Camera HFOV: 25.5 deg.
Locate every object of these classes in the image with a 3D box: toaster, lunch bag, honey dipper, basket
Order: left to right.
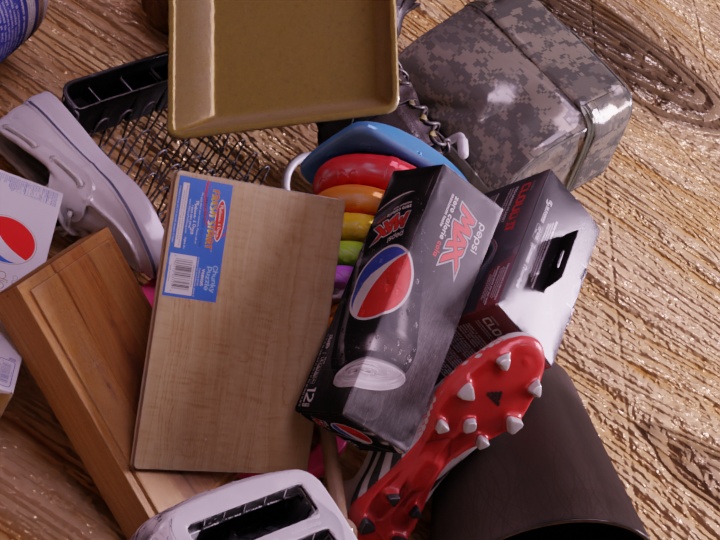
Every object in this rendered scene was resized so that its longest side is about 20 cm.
[{"bbox_3d":[-0.083,0.210,1.028,0.199,0.130,0.114,-13,60,-42],"label":"toaster"},{"bbox_3d":[-0.024,0.119,1.176,0.038,0.038,0.202,12,45,-25],"label":"honey dipper"},{"bbox_3d":[0.131,-0.155,1.521,0.167,0.140,0.200,-28,66,-30],"label":"lunch bag"},{"bbox_3d":[0.124,0.167,1.204,0.136,0.179,0.201,53,20,-34],"label":"basket"}]

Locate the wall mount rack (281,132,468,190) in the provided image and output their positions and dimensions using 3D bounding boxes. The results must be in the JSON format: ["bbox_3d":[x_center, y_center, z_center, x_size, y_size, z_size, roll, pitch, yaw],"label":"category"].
[{"bbox_3d":[0.031,-0.041,1.397,0.198,0.074,0.176,7,78,-29],"label":"wall mount rack"}]

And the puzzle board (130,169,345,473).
[{"bbox_3d":[-0.085,0.040,1.113,0.149,0.017,0.203,8,90,-40],"label":"puzzle board"}]

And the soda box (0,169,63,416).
[{"bbox_3d":[-0.265,0.022,1.127,0.063,0.068,0.201,21,42,-16],"label":"soda box"}]

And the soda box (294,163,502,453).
[{"bbox_3d":[0.029,0.027,1.151,0.070,0.063,0.202,33,69,-31],"label":"soda box"}]

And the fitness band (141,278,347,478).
[{"bbox_3d":[-0.093,0.080,1.217,0.199,0.038,0.144,38,40,1],"label":"fitness band"}]

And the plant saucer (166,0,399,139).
[{"bbox_3d":[-0.060,-0.208,1.315,0.048,0.197,0.203,36,50,-69],"label":"plant saucer"}]

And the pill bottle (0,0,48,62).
[{"bbox_3d":[-0.338,-0.189,1.242,0.115,0.116,0.201,34,40,-2],"label":"pill bottle"}]

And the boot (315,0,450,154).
[{"bbox_3d":[0.027,-0.166,1.341,0.175,0.199,0.069,59,5,20],"label":"boot"}]

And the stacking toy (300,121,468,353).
[{"bbox_3d":[0.000,0.000,1.216,0.115,0.109,0.202,27,58,-23],"label":"stacking toy"}]

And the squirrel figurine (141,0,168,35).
[{"bbox_3d":[-0.098,-0.269,1.430,0.199,0.187,0.142,35,40,-1],"label":"squirrel figurine"}]

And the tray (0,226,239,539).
[{"bbox_3d":[-0.165,0.081,1.102,0.099,0.037,0.202,-40,106,-49],"label":"tray"}]

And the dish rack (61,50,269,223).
[{"bbox_3d":[-0.146,-0.085,1.324,0.200,0.055,0.153,48,43,14],"label":"dish rack"}]

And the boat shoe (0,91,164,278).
[{"bbox_3d":[-0.219,-0.056,1.237,0.065,0.074,0.200,-32,58,-23],"label":"boat shoe"}]

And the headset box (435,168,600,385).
[{"bbox_3d":[0.090,0.015,1.243,0.075,0.199,0.149,46,48,-24],"label":"headset box"}]

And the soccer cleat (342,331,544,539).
[{"bbox_3d":[0.055,0.116,1.164,0.068,0.201,0.085,34,10,-28],"label":"soccer cleat"}]
